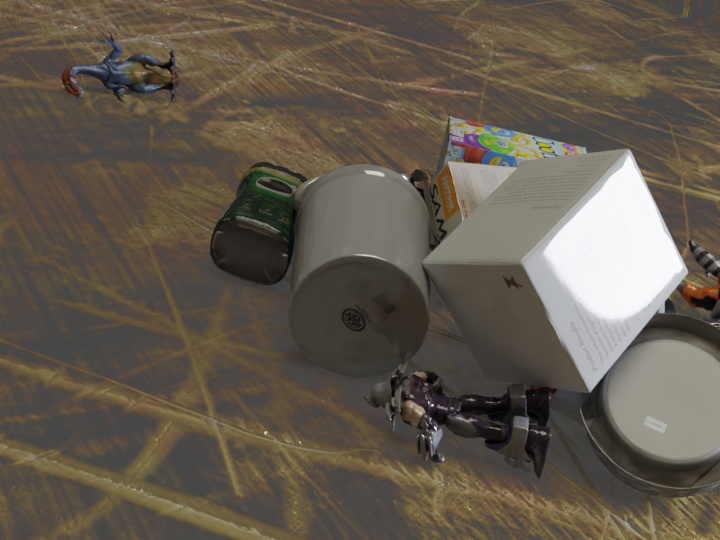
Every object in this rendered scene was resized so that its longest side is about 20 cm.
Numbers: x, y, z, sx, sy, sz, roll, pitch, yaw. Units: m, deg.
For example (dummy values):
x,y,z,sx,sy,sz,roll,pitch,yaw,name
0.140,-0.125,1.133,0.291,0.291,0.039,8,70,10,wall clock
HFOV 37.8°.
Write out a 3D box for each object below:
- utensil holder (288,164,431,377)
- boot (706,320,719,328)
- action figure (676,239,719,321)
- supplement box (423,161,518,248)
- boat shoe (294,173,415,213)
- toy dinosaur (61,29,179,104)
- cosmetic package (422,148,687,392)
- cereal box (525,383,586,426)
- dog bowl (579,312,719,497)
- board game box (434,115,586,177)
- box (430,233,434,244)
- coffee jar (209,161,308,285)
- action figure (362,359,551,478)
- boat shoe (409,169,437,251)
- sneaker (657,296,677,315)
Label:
x,y,z,sx,sy,sz,roll,pitch,yaw,name
0.000,0.000,1.205,0.166,0.172,0.201,11,32,-4,utensil holder
0.476,0.158,1.214,0.184,0.065,0.201,26,25,-23,boot
0.501,0.039,1.446,0.197,0.107,0.193,-3,22,-33,action figure
0.187,-0.056,1.297,0.196,0.074,0.128,3,61,-25,supplement box
-0.025,-0.092,1.390,0.197,0.076,0.092,-5,4,-40,boat shoe
-0.397,-0.313,1.743,0.177,0.107,0.200,-3,-9,-4,toy dinosaur
0.211,-0.003,1.135,0.200,0.169,0.165,-42,23,-26,cosmetic package
0.305,0.123,1.193,0.198,0.040,0.145,26,61,21,cereal box
0.326,0.147,1.115,0.196,0.059,0.203,-4,56,5,dog bowl
0.205,-0.127,1.440,0.196,0.105,0.105,13,27,-1,board game box
0.085,-0.058,1.408,0.197,0.039,0.041,1,18,36,box
-0.123,-0.066,1.357,0.102,0.087,0.201,19,28,-2,coffee jar
0.097,0.150,1.087,0.196,0.070,0.131,11,34,3,action figure
0.095,-0.097,1.519,0.071,0.073,0.201,19,24,-24,boat shoe
0.388,0.094,1.349,0.082,0.072,0.201,38,28,-6,sneaker
